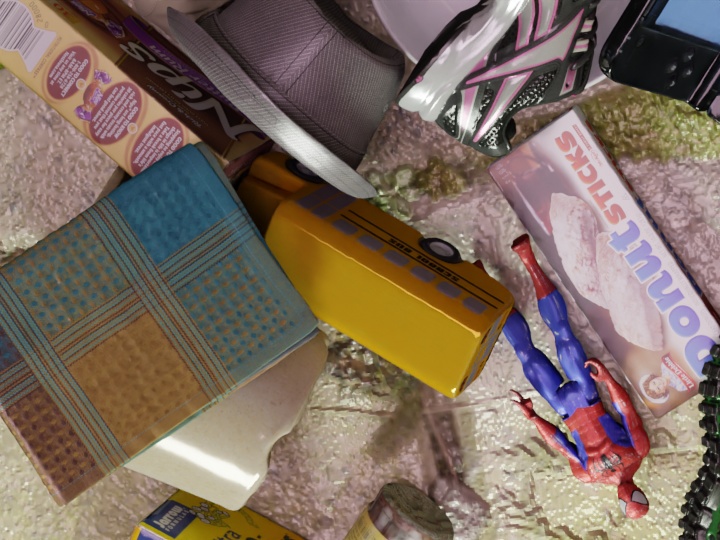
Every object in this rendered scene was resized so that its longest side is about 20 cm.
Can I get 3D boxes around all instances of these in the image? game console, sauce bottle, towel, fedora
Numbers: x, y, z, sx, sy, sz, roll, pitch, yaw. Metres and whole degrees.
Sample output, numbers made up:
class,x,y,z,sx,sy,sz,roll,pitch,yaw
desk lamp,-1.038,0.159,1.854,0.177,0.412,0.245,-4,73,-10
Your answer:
class,x,y,z,sx,sy,sz,roll,pitch,yaw
game console,0.270,-0.165,1.285,0.116,0.175,0.201,43,111,32
sauce bottle,-0.012,0.239,1.473,0.065,0.065,0.201,37,109,4
towel,-0.141,0.031,1.309,0.199,0.022,0.147,-35,100,-16
fedora,-0.033,-0.131,1.337,0.177,0.200,0.090,43,95,4

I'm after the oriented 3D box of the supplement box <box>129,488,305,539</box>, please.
class,x,y,z,sx,sy,sz,roll,pitch,yaw
supplement box,-0.128,0.268,1.486,0.109,0.109,0.201,27,108,8

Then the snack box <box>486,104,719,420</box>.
class,x,y,z,sx,sy,sz,roll,pitch,yaw
snack box,0.167,-0.005,1.391,0.072,0.024,0.201,-34,92,17

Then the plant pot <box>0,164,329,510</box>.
class,x,y,z,sx,sy,sz,roll,pitch,yaw
plant pot,-0.128,0.059,1.409,0.182,0.201,0.201,30,108,-5

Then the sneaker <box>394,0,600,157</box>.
class,x,y,z,sx,sy,sz,roll,pitch,yaw
sneaker,0.115,-0.151,1.286,0.086,0.081,0.200,39,121,-9

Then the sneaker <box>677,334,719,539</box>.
class,x,y,z,sx,sy,sz,roll,pitch,yaw
sneaker,0.264,0.109,1.368,0.084,0.078,0.202,-4,117,-26

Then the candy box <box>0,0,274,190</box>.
class,x,y,z,sx,sy,sz,roll,pitch,yaw
candy box,-0.158,-0.124,1.402,0.200,0.117,0.057,39,108,4

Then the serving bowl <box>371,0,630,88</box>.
class,x,y,z,sx,sy,sz,roll,pitch,yaw
serving bowl,0.102,-0.211,1.337,0.198,0.066,0.202,3,108,10

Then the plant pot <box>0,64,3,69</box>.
class,x,y,z,sx,sy,sz,roll,pitch,yaw
plant pot,-0.380,-0.161,1.420,0.199,0.181,0.201,-39,90,20

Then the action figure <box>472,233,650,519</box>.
class,x,y,z,sx,sy,sz,roll,pitch,yaw
action figure,0.137,0.077,1.408,0.065,0.052,0.201,-30,95,14

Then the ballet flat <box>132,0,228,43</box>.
class,x,y,z,sx,sy,sz,roll,pitch,yaw
ballet flat,-0.056,-0.203,1.390,0.199,0.069,0.070,-22,96,22

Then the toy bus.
class,x,y,z,sx,sy,sz,roll,pitch,yaw
toy bus,0.000,0.000,1.387,0.199,0.078,0.066,31,117,13
